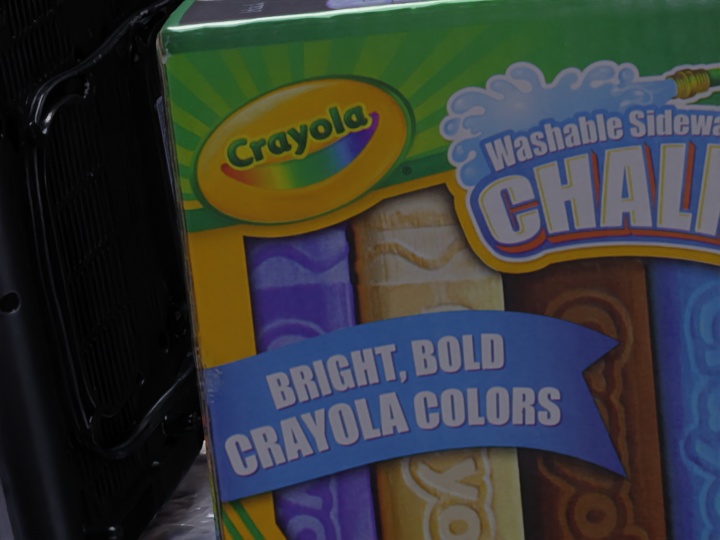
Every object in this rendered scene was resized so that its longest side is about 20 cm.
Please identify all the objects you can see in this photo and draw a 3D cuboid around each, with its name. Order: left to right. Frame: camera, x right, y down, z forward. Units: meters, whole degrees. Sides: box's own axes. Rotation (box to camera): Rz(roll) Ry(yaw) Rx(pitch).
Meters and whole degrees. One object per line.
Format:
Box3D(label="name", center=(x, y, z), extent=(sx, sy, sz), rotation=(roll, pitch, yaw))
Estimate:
Box3D(label="toaster", center=(-0.107, -0.011, 0.659), extent=(0.119, 0.200, 0.181), rotation=(-4, 19, 16))
Box3D(label="chalk box", center=(0.030, -0.009, 0.520), extent=(0.124, 0.200, 0.125), rotation=(-4, 12, 4))
